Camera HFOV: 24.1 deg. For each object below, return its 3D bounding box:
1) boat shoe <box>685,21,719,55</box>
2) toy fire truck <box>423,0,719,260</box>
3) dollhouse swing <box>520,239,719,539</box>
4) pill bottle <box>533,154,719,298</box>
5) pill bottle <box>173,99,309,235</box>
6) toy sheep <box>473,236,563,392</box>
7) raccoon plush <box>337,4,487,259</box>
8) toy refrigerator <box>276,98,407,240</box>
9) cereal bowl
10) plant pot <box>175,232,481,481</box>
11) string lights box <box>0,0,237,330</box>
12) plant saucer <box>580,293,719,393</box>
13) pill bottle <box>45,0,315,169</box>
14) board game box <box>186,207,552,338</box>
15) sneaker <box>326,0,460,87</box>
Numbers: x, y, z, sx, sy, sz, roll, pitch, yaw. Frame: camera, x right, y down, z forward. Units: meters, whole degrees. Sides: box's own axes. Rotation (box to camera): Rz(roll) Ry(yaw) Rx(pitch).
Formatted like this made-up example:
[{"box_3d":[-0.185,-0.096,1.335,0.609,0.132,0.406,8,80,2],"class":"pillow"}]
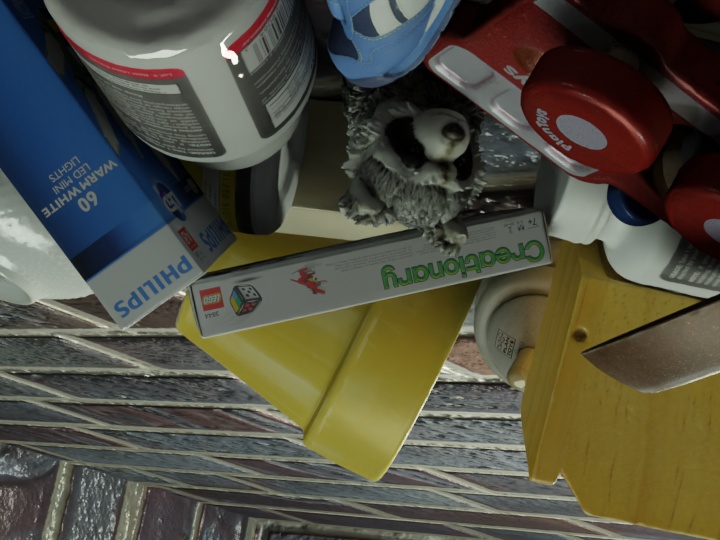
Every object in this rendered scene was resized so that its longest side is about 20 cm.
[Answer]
[{"box_3d":[0.185,-0.088,0.880,0.200,0.065,0.072,11,161,-5],"class":"boat shoe"},{"box_3d":[0.140,-0.075,0.804,0.200,0.112,0.168,34,162,-14],"class":"toy fire truck"},{"box_3d":[0.204,0.055,1.074,0.200,0.182,0.176,12,-171,-8],"class":"dollhouse swing"},{"box_3d":[0.205,-0.039,0.964,0.200,0.111,0.111,13,165,-8],"class":"pill bottle"},{"box_3d":[-0.137,-0.089,1.015,0.200,0.112,0.112,9,165,6],"class":"pill bottle"},{"box_3d":[0.144,0.029,1.165,0.138,0.138,0.200,5,-157,21],"class":"toy sheep"},{"box_3d":[0.028,-0.063,0.947,0.097,0.134,0.200,11,166,0],"class":"raccoon plush"},{"box_3d":[-0.038,-0.066,1.106,0.200,0.076,0.070,6,165,16],"class":"toy refrigerator"},{"box_3d":[-0.259,-0.033,1.193,0.200,0.083,0.200,20,163,6],"class":"cereal bowl"},{"box_3d":[-0.028,0.029,1.261,0.189,0.201,0.201,26,165,-1],"class":"plant pot"},{"box_3d":[-0.156,-0.072,0.909,0.200,0.059,0.103,53,-169,-6],"class":"string lights box"},{"box_3d":[0.207,0.017,0.826,0.200,0.035,0.200,-23,176,-2],"class":"plant saucer"},{"box_3d":[-0.081,-0.119,0.834,0.111,0.111,0.200,9,166,8],"class":"pill bottle"},{"box_3d":[0.000,0.000,0.978,0.200,0.035,0.126,-12,-178,-6],"class":"board game box"},{"box_3d":[0.010,-0.150,0.768,0.082,0.074,0.200,14,157,-12],"class":"sneaker"}]
